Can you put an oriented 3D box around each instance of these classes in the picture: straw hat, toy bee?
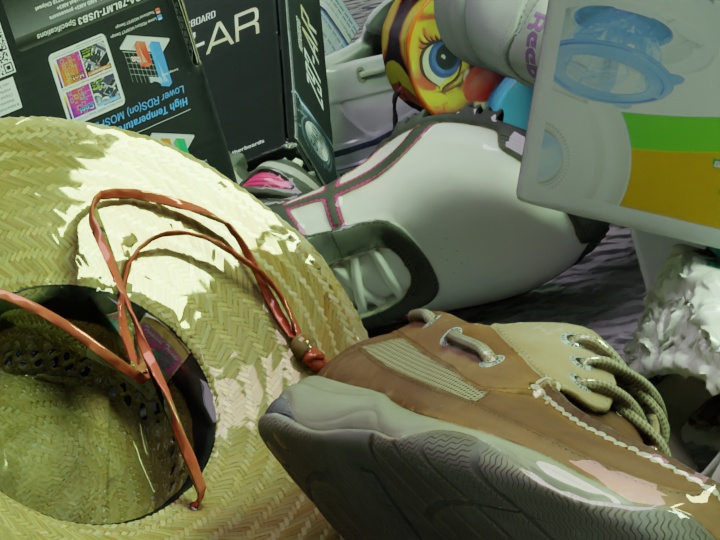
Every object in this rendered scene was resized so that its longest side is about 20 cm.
[{"bbox_3d":[-0.090,0.052,0.813,0.201,0.201,0.085,-36,-15,-49],"label":"straw hat"},{"bbox_3d":[0.057,-0.089,1.112,0.199,0.109,0.130,-28,21,-34],"label":"toy bee"}]

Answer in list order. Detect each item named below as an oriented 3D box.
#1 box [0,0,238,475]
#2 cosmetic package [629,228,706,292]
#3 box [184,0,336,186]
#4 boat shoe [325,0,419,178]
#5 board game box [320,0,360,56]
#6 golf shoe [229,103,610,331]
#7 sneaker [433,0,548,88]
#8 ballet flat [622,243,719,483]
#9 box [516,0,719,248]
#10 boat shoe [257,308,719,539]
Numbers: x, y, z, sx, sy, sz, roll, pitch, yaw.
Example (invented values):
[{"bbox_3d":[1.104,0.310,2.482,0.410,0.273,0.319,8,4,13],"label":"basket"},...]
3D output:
[{"bbox_3d":[-0.132,-0.008,0.865,0.199,0.200,0.050,-26,19,-27],"label":"box"},{"bbox_3d":[0.157,-0.048,0.929,0.101,0.075,0.200,-13,15,19],"label":"cosmetic package"},{"bbox_3d":[-0.110,-0.053,1.125,0.199,0.044,0.161,-20,40,13],"label":"box"},{"bbox_3d":[0.032,-0.096,1.236,0.073,0.067,0.200,-8,18,28],"label":"boat shoe"},{"bbox_3d":[-0.110,-0.091,1.264,0.199,0.062,0.200,-7,38,35],"label":"board game box"},{"bbox_3d":[0.000,0.000,0.967,0.199,0.077,0.088,-10,33,42],"label":"golf shoe"},{"bbox_3d":[0.129,-0.110,0.943,0.199,0.075,0.100,-28,30,-13],"label":"sneaker"},{"bbox_3d":[0.112,0.045,0.704,0.071,0.072,0.200,-19,14,-6],"label":"ballet flat"},{"bbox_3d":[0.157,-0.060,0.760,0.198,0.113,0.101,13,18,15],"label":"box"},{"bbox_3d":[0.043,0.044,0.701,0.072,0.076,0.200,-42,26,-17],"label":"boat shoe"}]
